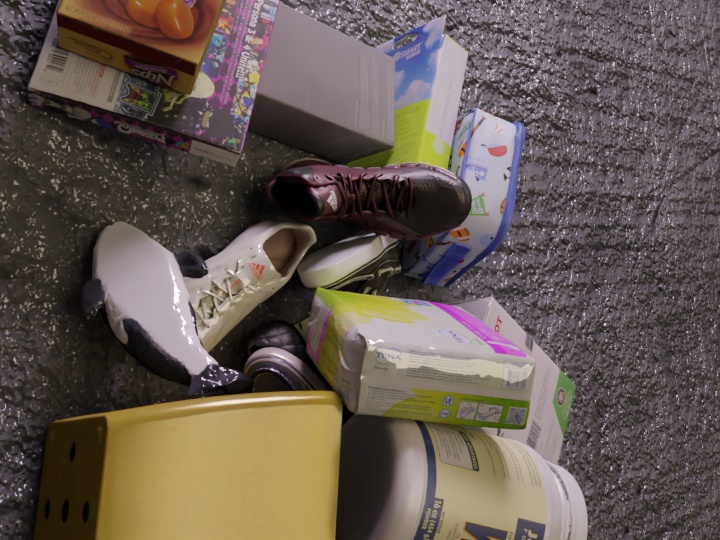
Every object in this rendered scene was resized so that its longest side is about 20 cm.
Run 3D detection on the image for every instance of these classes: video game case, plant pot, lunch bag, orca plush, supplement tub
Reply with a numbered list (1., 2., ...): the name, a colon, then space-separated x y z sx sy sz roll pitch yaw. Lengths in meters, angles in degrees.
1. video game case: -0.169 -0.208 0.869 0.180 0.036 0.201 15 69 -12
2. plant pot: -0.146 0.190 0.780 0.176 0.200 0.201 12 74 -32
3. lunch bag: 0.107 -0.069 1.090 0.075 0.200 0.161 14 68 -11
4. orca plush: -0.157 0.044 0.823 0.105 0.200 0.071 -39 148 -29
5. supplement tub: 0.077 0.203 0.849 0.199 0.145 0.146 19 69 -27

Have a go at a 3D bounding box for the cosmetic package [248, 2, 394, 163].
1. cosmetic package: -0.058 -0.187 1.009 0.199 0.090 0.108 16 71 -41

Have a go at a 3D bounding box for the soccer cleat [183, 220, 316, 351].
1. soccer cleat: -0.117 0.014 0.912 0.200 0.077 0.070 -49 117 -40

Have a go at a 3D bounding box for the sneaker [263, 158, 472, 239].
1. sneaker: 0.000 -0.062 0.953 0.115 0.199 0.076 -34 127 -72

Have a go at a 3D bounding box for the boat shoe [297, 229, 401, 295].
1. boat shoe: 0.000 0.000 1.016 0.200 0.070 0.064 -29 107 -65

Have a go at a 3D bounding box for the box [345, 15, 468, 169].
1. box: 0.048 -0.164 1.088 0.048 0.122 0.201 29 63 -35

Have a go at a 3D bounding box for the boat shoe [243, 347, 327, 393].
1. boat shoe: -0.055 0.172 0.894 0.201 0.074 0.093 63 22 -14

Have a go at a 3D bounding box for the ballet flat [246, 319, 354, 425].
1. ballet flat: -0.039 0.134 0.949 0.200 0.066 0.057 51 36 -1

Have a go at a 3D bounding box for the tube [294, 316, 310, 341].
1. tube: -0.024 0.144 1.014 0.058 0.052 0.201 -66 134 -80

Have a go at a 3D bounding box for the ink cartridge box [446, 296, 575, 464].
1. ink cartridge box: 0.156 0.147 1.173 0.200 0.084 0.147 44 53 -32

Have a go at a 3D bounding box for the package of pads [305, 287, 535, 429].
1. package of pads: 0.040 0.069 0.859 0.153 0.200 0.069 8 99 -16

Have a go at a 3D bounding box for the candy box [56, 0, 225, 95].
1. candy box: -0.162 -0.260 0.838 0.116 0.056 0.201 19 66 -9
